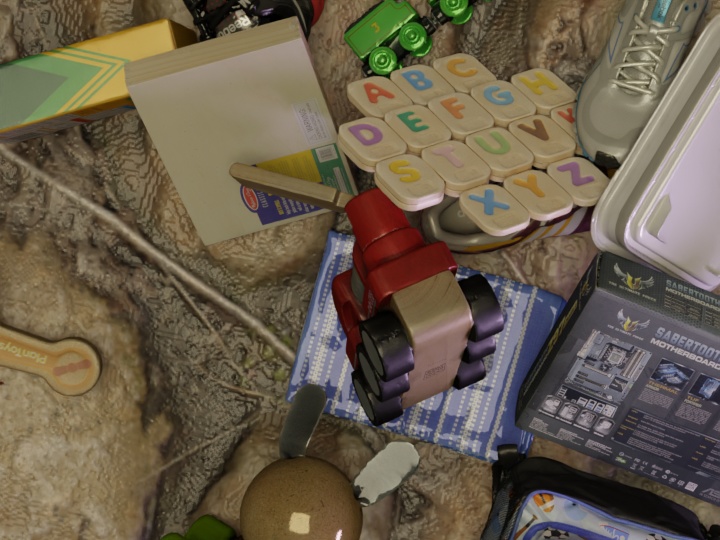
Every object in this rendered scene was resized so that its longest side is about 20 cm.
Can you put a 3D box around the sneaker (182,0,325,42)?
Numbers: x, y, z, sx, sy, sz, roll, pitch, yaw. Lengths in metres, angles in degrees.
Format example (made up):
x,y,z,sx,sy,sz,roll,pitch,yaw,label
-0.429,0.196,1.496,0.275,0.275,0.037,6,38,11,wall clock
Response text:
x,y,z,sx,sy,sz,roll,pitch,yaw,label
-0.106,-0.221,1.394,0.071,0.098,0.200,-28,131,33,sneaker

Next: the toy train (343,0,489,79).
x,y,z,sx,sy,sz,roll,pitch,yaw,label
0.072,-0.223,1.453,0.200,0.042,0.056,-39,80,5,toy train

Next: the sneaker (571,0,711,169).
x,y,z,sx,sy,sz,roll,pitch,yaw,label
0.210,-0.169,1.382,0.075,0.087,0.200,19,65,8,sneaker

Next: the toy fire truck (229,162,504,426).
x,y,z,sx,sy,sz,roll,pitch,yaw,label
0.000,0.000,1.389,0.128,0.176,0.200,-23,72,-11,toy fire truck

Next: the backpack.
x,y,z,sx,sy,sz,roll,pitch,yaw,label
0.164,0.260,1.422,0.199,0.154,0.191,21,110,-3,backpack

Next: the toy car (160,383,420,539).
x,y,z,sx,sy,sz,roll,pitch,yaw,label
-0.044,0.192,1.420,0.164,0.158,0.200,30,99,11,toy car

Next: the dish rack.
x,y,z,sx,sy,sz,roll,pitch,yaw,label
0.269,-0.078,1.389,0.044,0.171,0.200,34,95,42,dish rack

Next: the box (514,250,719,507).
x,y,z,sx,sy,sz,roll,pitch,yaw,label
0.236,0.087,1.405,0.199,0.051,0.158,20,131,-5,box

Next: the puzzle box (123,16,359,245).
x,y,z,sx,sy,sz,roll,pitch,yaw,label
-0.085,-0.100,1.406,0.133,0.200,0.025,-15,53,4,puzzle box

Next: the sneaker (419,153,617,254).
x,y,z,sx,sy,sz,roll,pitch,yaw,label
0.143,-0.056,1.431,0.199,0.090,0.075,-20,92,5,sneaker

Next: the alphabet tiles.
x,y,z,sx,sy,sz,roll,pitch,yaw,label
0.088,-0.100,1.387,0.200,0.196,0.015,-18,137,-28,alphabet tiles

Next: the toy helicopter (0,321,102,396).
x,y,z,sx,sy,sz,roll,pitch,yaw,label
-0.303,0.063,1.478,0.199,0.079,0.133,17,95,-1,toy helicopter

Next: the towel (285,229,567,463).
x,y,z,sx,sy,sz,roll,pitch,yaw,label
0.052,0.063,1.479,0.199,0.024,0.145,16,94,3,towel

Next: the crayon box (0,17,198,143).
x,y,z,sx,sy,sz,roll,pitch,yaw,label
-0.194,-0.147,1.432,0.199,0.126,0.052,-14,92,4,crayon box
